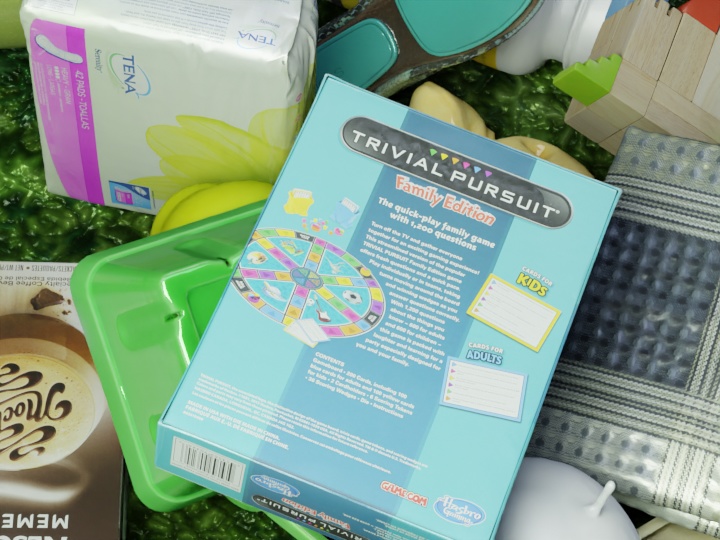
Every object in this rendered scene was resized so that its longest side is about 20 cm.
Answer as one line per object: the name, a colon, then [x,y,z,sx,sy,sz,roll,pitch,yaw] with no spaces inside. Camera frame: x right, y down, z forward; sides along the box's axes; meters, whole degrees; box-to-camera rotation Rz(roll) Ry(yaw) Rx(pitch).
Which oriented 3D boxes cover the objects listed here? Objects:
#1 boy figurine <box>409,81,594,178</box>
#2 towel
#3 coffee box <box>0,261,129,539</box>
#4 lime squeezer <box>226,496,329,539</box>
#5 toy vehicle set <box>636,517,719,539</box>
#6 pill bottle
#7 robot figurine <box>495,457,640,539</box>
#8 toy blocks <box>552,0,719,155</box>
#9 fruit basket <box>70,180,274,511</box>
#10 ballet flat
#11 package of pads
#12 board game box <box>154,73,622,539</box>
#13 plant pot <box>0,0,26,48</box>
boy figurine: [0.083,-0.030,1.207,0.124,0.065,0.200,-29,59,-25]
towel: [0.195,0.038,1.027,0.199,0.035,0.193,16,78,21]
coffee box: [-0.175,0.096,1.069,0.112,0.080,0.201,1,51,-5]
lime squeezer: [-0.057,0.099,1.116,0.070,0.038,0.200,8,42,-41]
toy vehicle set: [0.246,0.141,1.041,0.199,0.027,0.125,-30,73,2]
pill bottle: [0.078,-0.189,1.302,0.199,0.112,0.111,24,53,13]
robot figurine: [0.055,0.163,0.985,0.200,0.169,0.113,-32,54,20]
toy blocks: [0.213,-0.111,1.223,0.200,0.100,0.137,31,63,-15]
fruit basket: [-0.047,0.022,1.072,0.215,0.216,0.156,-18,91,-19]
ballet flat: [0.037,-0.149,1.237,0.199,0.074,0.074,-23,41,33]
package of pads: [-0.101,-0.098,1.154,0.154,0.200,0.068,12,62,4]
board game box: [0.016,0.024,0.933,0.150,0.047,0.201,22,59,4]
plant pot: [-0.151,-0.214,1.269,0.189,0.200,0.201,-13,53,0]
